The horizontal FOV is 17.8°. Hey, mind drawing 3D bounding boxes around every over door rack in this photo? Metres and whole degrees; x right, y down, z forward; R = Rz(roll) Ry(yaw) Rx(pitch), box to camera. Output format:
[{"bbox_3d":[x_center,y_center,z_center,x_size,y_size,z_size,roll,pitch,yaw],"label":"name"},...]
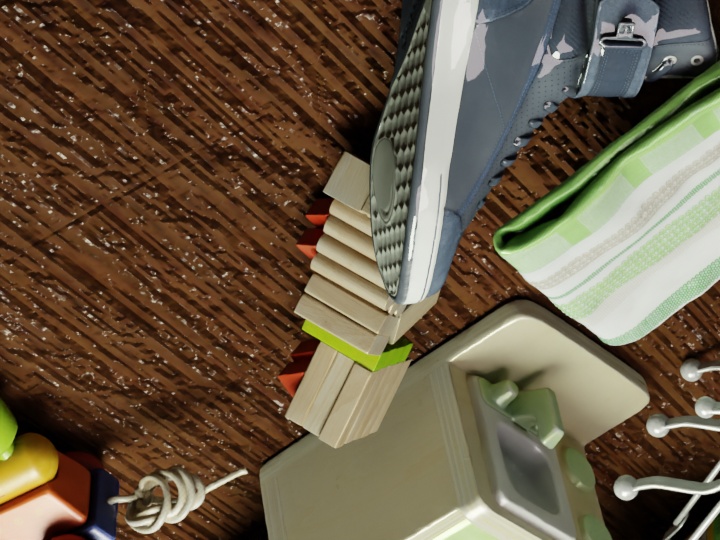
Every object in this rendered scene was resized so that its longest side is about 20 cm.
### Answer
[{"bbox_3d":[0.180,0.118,1.266,0.067,0.148,0.200,25,123,12],"label":"over door rack"}]

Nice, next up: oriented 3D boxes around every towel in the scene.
[{"bbox_3d":[0.153,-0.026,1.118,0.149,0.031,0.200,-39,157,9],"label":"towel"}]

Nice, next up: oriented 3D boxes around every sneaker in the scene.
[{"bbox_3d":[0.085,-0.073,1.057,0.146,0.077,0.202,2,117,-18],"label":"sneaker"}]

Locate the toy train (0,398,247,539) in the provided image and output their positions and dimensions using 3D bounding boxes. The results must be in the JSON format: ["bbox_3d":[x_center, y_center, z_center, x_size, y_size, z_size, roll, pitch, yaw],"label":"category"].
[{"bbox_3d":[-0.176,0.108,1.241,0.200,0.085,0.116,-26,125,16],"label":"toy train"}]

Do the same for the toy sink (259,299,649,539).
[{"bbox_3d":[0.063,0.131,1.291,0.200,0.112,0.130,-34,135,24],"label":"toy sink"}]

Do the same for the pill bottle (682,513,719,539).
[{"bbox_3d":[0.221,0.228,1.442,0.111,0.111,0.200,15,133,-28],"label":"pill bottle"}]

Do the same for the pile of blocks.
[{"bbox_3d":[0.000,0.000,1.179,0.062,0.082,0.200,30,129,17],"label":"pile of blocks"}]
